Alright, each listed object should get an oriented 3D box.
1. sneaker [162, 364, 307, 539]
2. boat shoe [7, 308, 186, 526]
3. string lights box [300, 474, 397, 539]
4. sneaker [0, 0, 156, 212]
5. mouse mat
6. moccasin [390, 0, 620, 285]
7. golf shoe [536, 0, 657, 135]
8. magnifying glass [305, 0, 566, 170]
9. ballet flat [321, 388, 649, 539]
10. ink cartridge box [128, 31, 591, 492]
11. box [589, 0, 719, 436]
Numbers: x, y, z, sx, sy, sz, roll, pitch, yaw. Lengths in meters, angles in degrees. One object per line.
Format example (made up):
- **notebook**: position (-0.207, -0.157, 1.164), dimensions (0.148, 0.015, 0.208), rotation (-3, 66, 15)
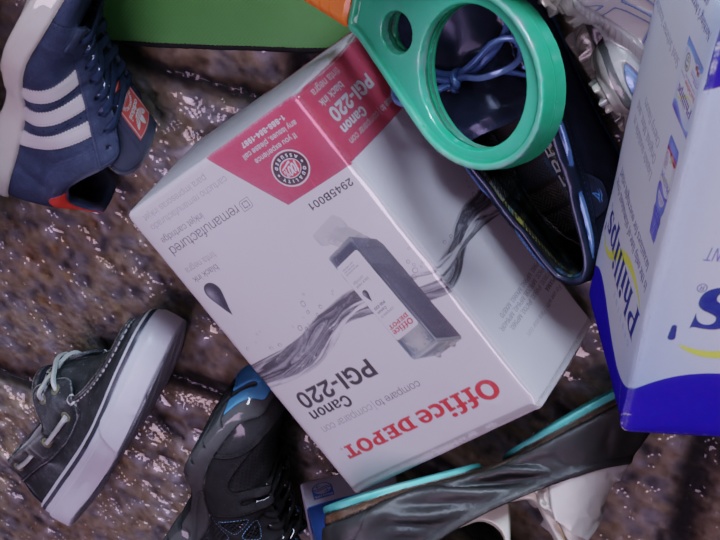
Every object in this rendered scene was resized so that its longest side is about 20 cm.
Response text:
- **sneaker**: position (-0.063, 0.132, 1.013), dimensions (0.082, 0.073, 0.200), rotation (26, 138, 6)
- **boat shoe**: position (-0.169, 0.084, 1.029), dimensions (0.071, 0.072, 0.200), rotation (34, 130, -2)
- **string lights box**: position (0.017, 0.206, 0.932), dimensions (0.059, 0.200, 0.103), rotation (-12, 117, -5)
- **sneaker**: position (-0.144, -0.099, 0.898), dimensions (0.084, 0.075, 0.200), rotation (21, 147, -7)
- **mouse mat**: position (-0.086, -0.175, 0.843), dimensions (0.199, 0.008, 0.161), rotation (4, 135, 20)
- **moccasin**: position (0.069, -0.082, 0.804), dimensions (0.080, 0.068, 0.200), rotation (-31, 106, 38)
- **golf shoe**: position (0.117, -0.140, 0.732), dimensions (0.097, 0.078, 0.200), rotation (-31, 131, 13)
- **magnifying glass**: position (0.014, -0.111, 0.766), dimensions (0.200, 0.022, 0.080), rotation (38, 128, 36)
- **ballet flat**: position (0.078, 0.120, 0.885), dimensions (0.199, 0.068, 0.069), rotation (-23, 81, 1)
- **ink cartridge box**: position (0.000, 0.000, 0.883), dimensions (0.145, 0.085, 0.200), rotation (-30, 105, 40)
- **box**: position (0.206, -0.034, 0.706), dimensions (0.183, 0.105, 0.201), rotation (4, 125, -5)
